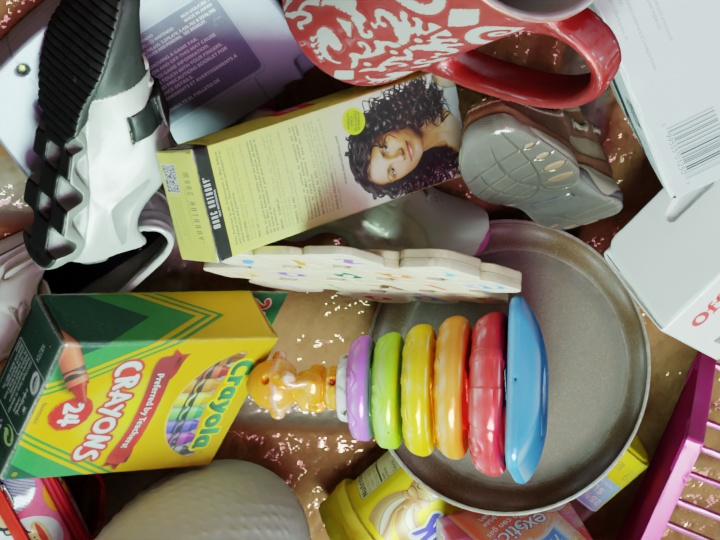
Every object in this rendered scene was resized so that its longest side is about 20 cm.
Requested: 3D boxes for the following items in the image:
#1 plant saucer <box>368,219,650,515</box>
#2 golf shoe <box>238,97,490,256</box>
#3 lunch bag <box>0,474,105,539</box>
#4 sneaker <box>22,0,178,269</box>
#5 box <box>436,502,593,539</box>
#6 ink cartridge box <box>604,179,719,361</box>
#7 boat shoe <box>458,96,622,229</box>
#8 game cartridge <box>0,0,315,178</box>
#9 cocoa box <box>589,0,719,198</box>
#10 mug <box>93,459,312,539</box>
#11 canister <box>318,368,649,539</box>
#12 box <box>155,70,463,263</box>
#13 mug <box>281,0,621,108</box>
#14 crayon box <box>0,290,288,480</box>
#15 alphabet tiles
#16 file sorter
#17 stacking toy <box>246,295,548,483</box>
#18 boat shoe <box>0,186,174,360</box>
[{"bbox_3d":[0.102,0.067,1.715,0.198,0.032,0.202,-1,86,14],"label":"plant saucer"},{"bbox_3d":[0.002,-0.058,1.648,0.199,0.075,0.092,10,115,-22],"label":"golf shoe"},{"bbox_3d":[-0.256,0.184,1.736,0.175,0.082,0.201,-25,127,-3],"label":"lunch bag"},{"bbox_3d":[-0.151,-0.098,1.549,0.088,0.074,0.201,-5,124,-33],"label":"sneaker"},{"bbox_3d":[0.115,0.260,1.761,0.094,0.103,0.201,-17,134,-15],"label":"box"},{"bbox_3d":[0.284,-0.007,1.710,0.146,0.084,0.199,-46,141,17],"label":"ink cartridge box"},{"bbox_3d":[0.111,-0.082,1.620,0.075,0.072,0.200,-13,163,18],"label":"boat shoe"},{"bbox_3d":[-0.142,-0.131,1.585,0.199,0.041,0.133,-31,128,6],"label":"game cartridge"},{"bbox_3d":[0.207,-0.177,1.585,0.133,0.132,0.201,-26,125,3],"label":"cocoa box"},{"bbox_3d":[-0.085,0.217,1.710,0.198,0.175,0.149,12,118,17],"label":"mug"},{"bbox_3d":[0.091,0.154,1.799,0.200,0.087,0.148,-42,123,12],"label":"canister"},{"bbox_3d":[-0.026,-0.069,1.570,0.199,0.050,0.076,-21,104,-29],"label":"box"},{"bbox_3d":[0.050,-0.166,1.487,0.133,0.200,0.179,-17,88,-33],"label":"mug"},{"bbox_3d":[-0.141,0.074,1.663,0.199,0.051,0.127,-2,134,-37],"label":"crayon box"},{"bbox_3d":[0.000,0.000,1.618,0.195,0.199,0.015,16,77,-52],"label":"alphabet tiles"},{"bbox_3d":[0.262,0.189,1.809,0.125,0.139,0.201,21,118,2],"label":"file sorter"},{"bbox_3d":[0.023,0.079,1.650,0.198,0.117,0.110,0,169,7],"label":"stacking toy"},{"bbox_3d":[-0.205,0.015,1.643,0.199,0.066,0.072,-30,125,5],"label":"boat shoe"}]
